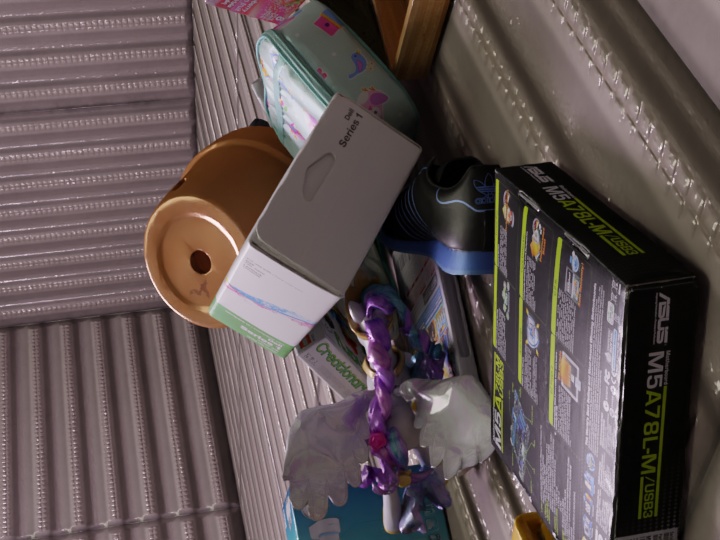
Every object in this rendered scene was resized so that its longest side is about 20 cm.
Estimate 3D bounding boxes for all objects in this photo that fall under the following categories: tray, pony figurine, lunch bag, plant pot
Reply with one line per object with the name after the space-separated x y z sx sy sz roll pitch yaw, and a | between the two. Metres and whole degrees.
0.047 -0.253 0.909 0.201 0.036 0.100 105 156 -61 | tray
0.024 0.120 0.914 0.202 0.164 0.195 74 -175 -46 | pony figurine
-0.026 -0.139 1.038 0.161 0.077 0.200 47 165 12 | lunch bag
-0.125 -0.032 1.171 0.140 0.197 0.203 -37 -49 -57 | plant pot

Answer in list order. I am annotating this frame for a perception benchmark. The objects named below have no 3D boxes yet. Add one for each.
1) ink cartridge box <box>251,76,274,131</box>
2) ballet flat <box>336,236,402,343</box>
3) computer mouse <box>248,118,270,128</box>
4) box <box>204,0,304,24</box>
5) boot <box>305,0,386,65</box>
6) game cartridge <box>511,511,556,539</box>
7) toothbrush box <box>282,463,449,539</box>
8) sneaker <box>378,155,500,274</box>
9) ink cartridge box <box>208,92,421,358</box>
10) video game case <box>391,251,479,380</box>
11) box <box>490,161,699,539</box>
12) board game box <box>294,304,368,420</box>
-0.068 -0.140 1.290 0.164 0.050 0.200 64 176 -7 | ink cartridge box
0.000 0.000 1.127 0.201 0.063 0.068 -101 1 -58 | ballet flat
-0.087 -0.066 1.252 0.059 0.034 0.203 160 92 -83 | computer mouse
-0.061 -0.327 1.047 0.199 0.094 0.101 -34 59 42 | box
-0.028 -0.241 1.180 0.155 0.071 0.203 113 145 -70 | boot
0.134 0.299 0.794 0.177 0.032 0.202 -111 20 -50 | game cartridge
0.014 0.298 1.081 0.086 0.144 0.203 107 153 -62 | toothbrush box
0.064 -0.049 0.873 0.200 0.069 0.079 -154 63 -69 | sneaker
-0.042 -0.030 0.935 0.146 0.083 0.200 -61 6 -23 | ink cartridge box
0.066 0.052 1.015 0.143 0.018 0.203 115 147 -66 | video game case
0.127 0.061 0.676 0.193 0.047 0.203 -118 24 -66 | box
-0.016 0.076 1.113 0.200 0.034 0.127 49 -166 -46 | board game box
